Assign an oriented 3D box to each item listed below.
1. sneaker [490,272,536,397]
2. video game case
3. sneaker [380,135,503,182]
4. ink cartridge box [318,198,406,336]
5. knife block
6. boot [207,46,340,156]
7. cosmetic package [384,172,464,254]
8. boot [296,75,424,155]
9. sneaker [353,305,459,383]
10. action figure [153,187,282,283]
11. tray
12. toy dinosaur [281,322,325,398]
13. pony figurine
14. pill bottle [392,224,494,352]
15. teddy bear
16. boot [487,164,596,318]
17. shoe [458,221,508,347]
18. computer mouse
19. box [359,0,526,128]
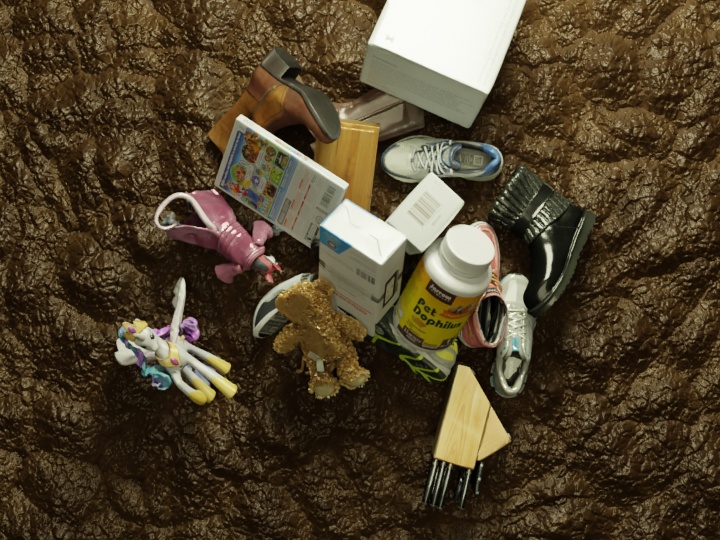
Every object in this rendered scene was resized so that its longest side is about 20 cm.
[{"bbox_3d":[0.248,0.105,1.667,0.074,0.087,0.203,2,89,3],"label":"sneaker"},{"bbox_3d":[-0.126,-0.134,1.627,0.199,0.018,0.144,33,134,5],"label":"video game case"},{"bbox_3d":[0.131,-0.182,1.667,0.197,0.085,0.078,-2,90,1],"label":"sneaker"},{"bbox_3d":[0.000,0.000,1.585,0.115,0.201,0.068,33,60,18],"label":"ink cartridge box"},{"bbox_3d":[0.143,0.271,1.679,0.174,0.064,0.202,-30,90,0],"label":"knife block"},{"bbox_3d":[-0.139,-0.212,1.626,0.189,0.068,0.200,49,117,14],"label":"boot"},{"bbox_3d":[0.092,-0.083,1.609,0.074,0.200,0.102,42,90,0],"label":"cosmetic package"},{"bbox_3d":[-0.008,-0.280,1.677,0.198,0.064,0.188,-25,103,4],"label":"boot"},{"bbox_3d":[0.070,0.095,1.685,0.199,0.075,0.077,39,64,0],"label":"sneaker"},{"bbox_3d":[-0.202,-0.056,1.646,0.199,0.149,0.135,34,84,14],"label":"action figure"},{"bbox_3d":[-0.029,-0.136,1.662,0.097,0.037,0.203,7,109,0],"label":"tray"},{"bbox_3d":[-0.073,0.103,1.693,0.105,0.060,0.203,3,90,-12],"label":"toy dinosaur"},{"bbox_3d":[-0.292,0.119,1.636,0.200,0.193,0.167,40,94,-19],"label":"pony figurine"},{"bbox_3d":[0.128,0.026,1.582,0.108,0.110,0.201,26,134,0],"label":"pill bottle"},{"bbox_3d":[-0.059,0.105,1.623,0.144,0.067,0.201,-34,101,25],"label":"teddy bear"},{"bbox_3d":[0.265,-0.047,1.655,0.157,0.079,0.213,31,67,-5],"label":"boot"},{"bbox_3d":[0.199,0.023,1.654,0.071,0.091,0.203,6,88,-17],"label":"shoe"},{"bbox_3d":[-0.108,0.027,1.670,0.200,0.110,0.044,-44,71,8],"label":"computer mouse"},{"bbox_3d":[0.128,-0.364,1.619,0.198,0.131,0.201,23,74,0],"label":"box"}]
